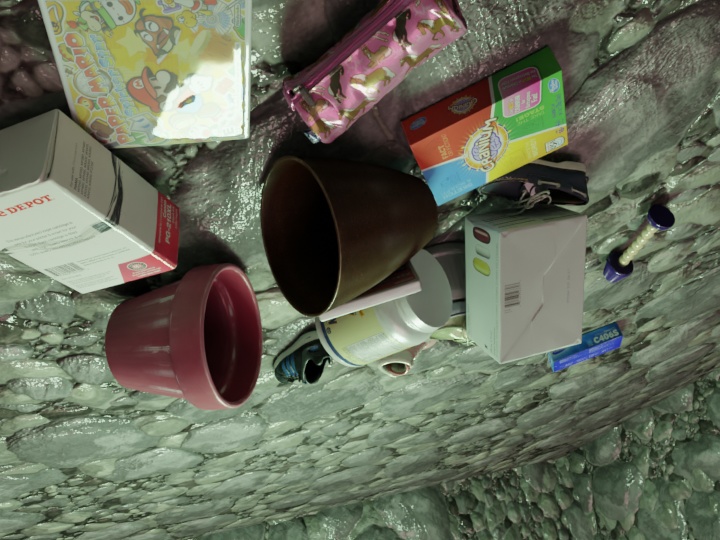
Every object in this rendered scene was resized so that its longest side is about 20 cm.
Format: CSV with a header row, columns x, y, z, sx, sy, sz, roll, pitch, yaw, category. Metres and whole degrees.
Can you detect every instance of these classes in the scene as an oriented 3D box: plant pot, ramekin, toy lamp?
x,y,z,sx,sy,sz,roll,pitch,yaw,category
-0.258,0.100,0.899,0.173,0.207,0.201,-7,154,14,plant pot
0.139,0.048,1.109,0.195,0.097,0.204,-13,151,-7,ramekin
0.536,-0.045,1.213,0.056,0.060,0.202,-9,147,-14,toy lamp
-0.001,-0.061,0.794,0.196,0.190,0.188,-15,155,-35,plant pot

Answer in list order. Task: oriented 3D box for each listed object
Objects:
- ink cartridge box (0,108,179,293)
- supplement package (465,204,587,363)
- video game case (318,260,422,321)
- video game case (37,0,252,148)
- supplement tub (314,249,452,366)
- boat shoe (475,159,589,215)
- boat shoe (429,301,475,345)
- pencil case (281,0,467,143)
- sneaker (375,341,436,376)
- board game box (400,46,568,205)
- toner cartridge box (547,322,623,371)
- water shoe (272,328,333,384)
x,y,z,sx,sy,sz,roll,pitch,yaw,category
-0.310,-0.063,0.664,0.140,0.087,0.200,-13,153,16,ink cartridge box
0.252,0.014,0.960,0.150,0.111,0.207,-10,108,-16,supplement package
0.000,0.000,0.876,0.138,0.201,0.018,-17,114,-1,video game case
-0.192,-0.197,0.589,0.176,0.023,0.202,-8,149,-16,video game case
0.035,0.059,0.986,0.142,0.150,0.197,13,151,-42,supplement tub
0.255,-0.121,0.914,0.194,0.064,0.075,-2,166,-26,boat shoe
0.188,0.093,1.049,0.193,0.064,0.073,-7,149,-18,boat shoe
0.012,-0.214,0.616,0.197,0.088,0.083,-33,116,25,pencil case
0.095,0.169,1.280,0.196,0.107,0.075,10,140,-42,sneaker
0.165,-0.177,0.800,0.195,0.041,0.153,-25,150,11,board game box
0.613,0.211,1.695,0.194,0.044,0.095,-22,149,7,toner cartridge box
-0.118,0.193,1.226,0.069,0.081,0.201,3,145,-31,water shoe
